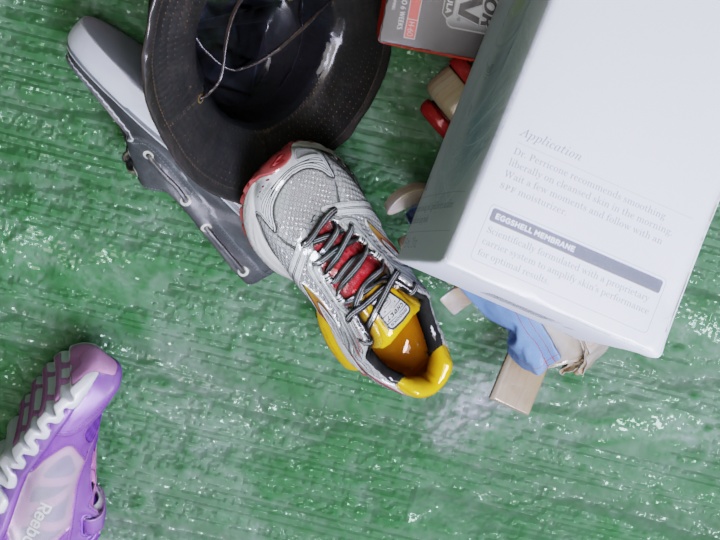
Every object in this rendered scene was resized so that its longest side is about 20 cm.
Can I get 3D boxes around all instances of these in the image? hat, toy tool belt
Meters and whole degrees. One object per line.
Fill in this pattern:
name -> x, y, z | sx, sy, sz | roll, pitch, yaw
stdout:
hat -> -0.075, -0.143, 1.192 | 0.081, 0.200, 0.202 | 23, 116, 39
toy tool belt -> 0.077, -0.016, 1.215 | 0.123, 0.125, 0.200 | -39, 102, 7

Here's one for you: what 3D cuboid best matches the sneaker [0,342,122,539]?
sneaker -> -0.199, 0.137, 1.316 | 0.088, 0.081, 0.201 | 28, 114, -13

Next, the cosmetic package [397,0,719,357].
cosmetic package -> 0.118, -0.074, 1.052 | 0.122, 0.199, 0.201 | 23, 88, -5

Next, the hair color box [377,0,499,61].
hair color box -> 0.115, -0.169, 1.183 | 0.199, 0.061, 0.102 | 9, 106, -3

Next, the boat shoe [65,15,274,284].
boat shoe -> -0.114, -0.070, 1.238 | 0.057, 0.069, 0.200 | -42, 104, 17

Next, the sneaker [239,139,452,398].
sneaker -> 0.000, 0.000, 1.213 | 0.078, 0.082, 0.200 | -44, 128, -10
